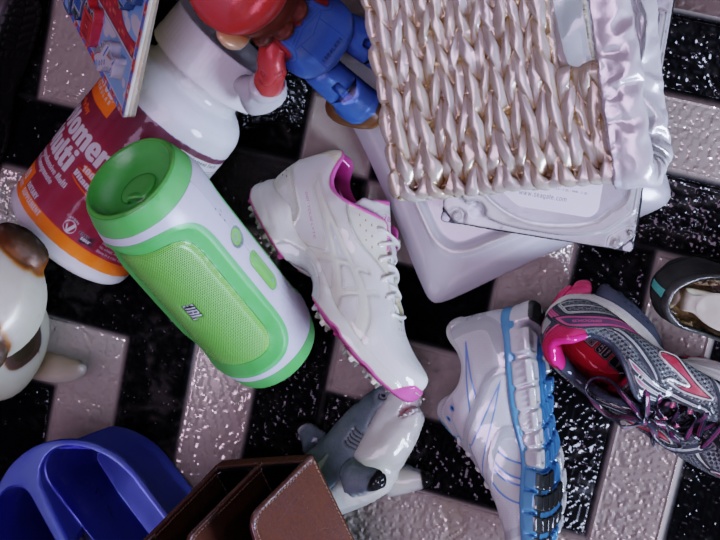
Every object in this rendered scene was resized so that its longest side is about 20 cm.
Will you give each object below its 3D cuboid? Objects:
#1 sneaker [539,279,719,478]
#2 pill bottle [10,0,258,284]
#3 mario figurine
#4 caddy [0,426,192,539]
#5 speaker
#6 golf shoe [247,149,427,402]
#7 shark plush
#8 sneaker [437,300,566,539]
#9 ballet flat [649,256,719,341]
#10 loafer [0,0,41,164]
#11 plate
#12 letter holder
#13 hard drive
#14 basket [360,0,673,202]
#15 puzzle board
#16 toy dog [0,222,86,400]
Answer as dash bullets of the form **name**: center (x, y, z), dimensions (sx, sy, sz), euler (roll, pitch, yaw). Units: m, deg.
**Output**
- **sneaker**: center (0.209, 0.093, 1.011), dimensions (0.199, 0.075, 0.081), euler (34, 119, 5)
- **pill bottle**: center (-0.159, -0.095, 1.059), dimensions (0.109, 0.110, 0.200), euler (43, 105, 4)
- **mario figurine**: center (-0.050, -0.179, 0.966), dimensions (0.105, 0.200, 0.125), euler (-3, 67, 37)
- **caddy**: center (-0.194, 0.218, 1.113), dimensions (0.141, 0.105, 0.200), euler (-39, 88, 17)
- **speaker**: center (-0.111, -0.001, 1.023), dimensions (0.088, 0.089, 0.200), euler (-23, 133, 15)
- **golf shoe**: center (0.000, 0.000, 1.048), dimensions (0.091, 0.075, 0.201), euler (-35, 80, 5)
- **shark plush**: center (-0.029, 0.149, 1.107), dimensions (0.199, 0.090, 0.084), euler (-29, 70, 36)
- **sneaker**: center (0.101, 0.124, 1.058), dimensions (0.086, 0.075, 0.202), euler (-4, 92, 24)
- **ballet flat**: center (0.297, 0.042, 0.992), dimensions (0.198, 0.068, 0.069), euler (12, 102, 11)
- **loafer**: center (-0.312, -0.135, 1.117), dimensions (0.071, 0.073, 0.201), euler (27, 98, 19)
- **plate**: center (0.097, -0.101, 1.038), dimensions (0.199, 0.032, 0.201), euler (-23, 92, 15)
- **letter holder**: center (-0.067, 0.257, 1.034), dimensions (0.100, 0.142, 0.201), euler (-10, 112, 41)
- **hard drive**: center (0.137, -0.123, 0.991), dimensions (0.138, 0.038, 0.202), euler (10, 99, 11)
- **basket**: center (0.099, -0.145, 0.876), dimensions (0.159, 0.200, 0.200), euler (-8, 95, 15)
- **puzzle board**: center (-0.176, -0.220, 1.002), dimensions (0.017, 0.200, 0.152), euler (1, 122, -27)
- **toy dog**: center (-0.291, 0.036, 1.052), dimensions (0.193, 0.200, 0.140), euler (35, 67, -8)
